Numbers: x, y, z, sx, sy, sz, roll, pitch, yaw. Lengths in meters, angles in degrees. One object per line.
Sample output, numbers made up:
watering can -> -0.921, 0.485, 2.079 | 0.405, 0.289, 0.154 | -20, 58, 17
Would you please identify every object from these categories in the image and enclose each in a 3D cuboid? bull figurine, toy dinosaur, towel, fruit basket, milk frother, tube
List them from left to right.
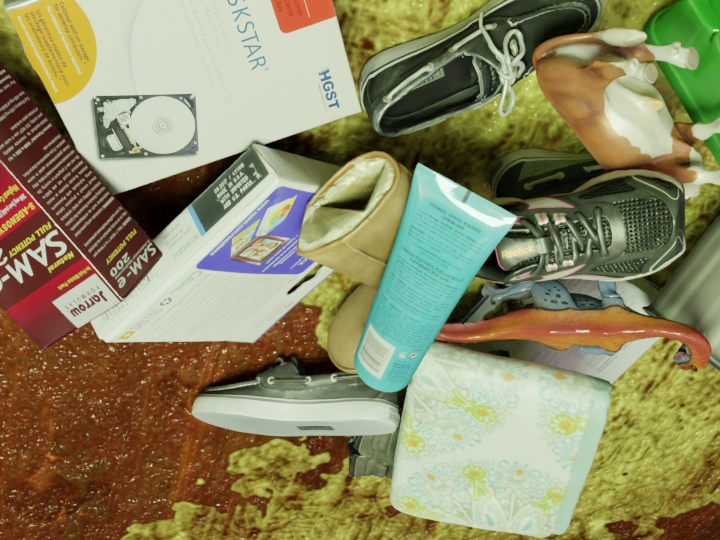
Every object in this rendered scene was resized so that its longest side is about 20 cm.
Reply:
tube -> 0.044, 0.013, 0.742 | 0.076, 0.051, 0.201 | 24, 134, 1
towel -> 0.116, 0.155, 0.876 | 0.168, 0.049, 0.202 | 10, 129, 3
toy dinosaur -> 0.188, 0.056, 0.824 | 0.199, 0.180, 0.106 | -35, 127, -31
bull figurine -> 0.209, -0.102, 0.725 | 0.199, 0.121, 0.066 | 36, 70, -30
fruit basket -> 0.330, -0.141, 0.768 | 0.154, 0.217, 0.216 | -29, 130, 8
milk frother -> 0.391, 0.027, 0.866 | 0.180, 0.200, 0.189 | 29, 100, -47

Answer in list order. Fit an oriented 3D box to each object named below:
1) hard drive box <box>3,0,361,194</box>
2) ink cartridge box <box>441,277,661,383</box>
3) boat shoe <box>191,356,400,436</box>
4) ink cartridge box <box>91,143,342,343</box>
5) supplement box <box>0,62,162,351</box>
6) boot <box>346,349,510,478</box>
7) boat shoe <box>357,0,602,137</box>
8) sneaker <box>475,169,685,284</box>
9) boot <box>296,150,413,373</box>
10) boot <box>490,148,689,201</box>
hard drive box -> -0.115, -0.160, 0.678 | 0.197, 0.077, 0.157 | -19, 132, 1
ink cartridge box -> 0.176, 0.062, 0.962 | 0.198, 0.044, 0.197 | 28, 118, -27
boat shoe -> -0.059, 0.113, 0.921 | 0.196, 0.067, 0.070 | -2, 155, 17
ink cartridge box -> -0.087, -0.012, 0.802 | 0.198, 0.044, 0.199 | -40, 158, 20
supplement box -> -0.243, -0.051, 0.679 | 0.108, 0.061, 0.201 | -27, 111, 36
boot -> 0.060, 0.146, 0.943 | 0.128, 0.068, 0.202 | 12, 131, -10
boat shoe -> 0.094, -0.157, 0.741 | 0.196, 0.069, 0.074 | -19, 131, 1
sneaker -> 0.138, -0.019, 0.724 | 0.198, 0.082, 0.086 | -12, -175, 41
boot -> 0.000, 0.000, 0.800 | 0.175, 0.066, 0.199 | -47, 153, 8
boot -> 0.213, -0.056, 0.842 | 0.196, 0.091, 0.074 | -5, 130, -11
